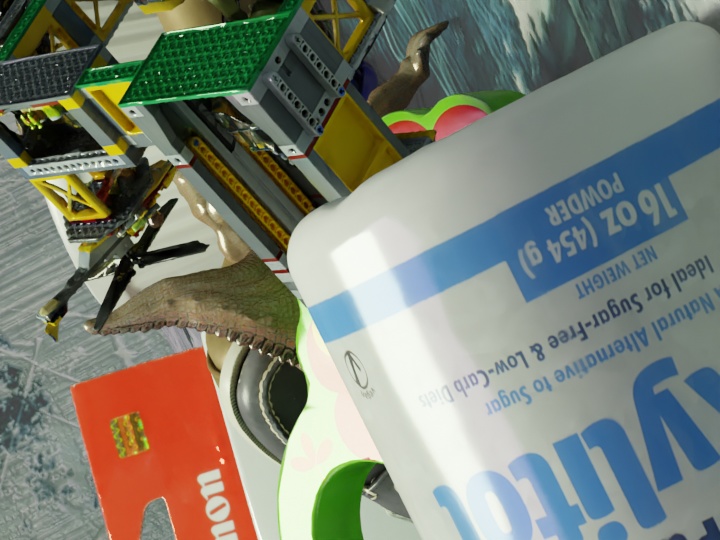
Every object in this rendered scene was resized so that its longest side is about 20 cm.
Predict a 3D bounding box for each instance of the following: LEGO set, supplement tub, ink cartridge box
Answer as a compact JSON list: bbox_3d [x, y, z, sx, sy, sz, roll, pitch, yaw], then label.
[{"bbox_3d":[-0.024,-0.058,0.704,0.199,0.155,0.116,-10,135,39],"label":"LEGO set"},{"bbox_3d":[0.078,0.050,0.576,0.201,0.131,0.132,62,171,0],"label":"supplement tub"},{"bbox_3d":[-0.044,0.122,1.069,0.044,0.172,0.202,31,-138,-78],"label":"ink cartridge box"}]

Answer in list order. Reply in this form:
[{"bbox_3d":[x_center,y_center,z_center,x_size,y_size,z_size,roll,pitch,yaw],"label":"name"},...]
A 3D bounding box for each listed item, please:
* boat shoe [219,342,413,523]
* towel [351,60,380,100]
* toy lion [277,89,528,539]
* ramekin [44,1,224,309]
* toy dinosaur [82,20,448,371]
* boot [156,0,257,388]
[{"bbox_3d":[0.033,0.068,0.887,0.199,0.073,0.063,27,175,-37],"label":"boat shoe"},{"bbox_3d":[0.022,0.013,0.981,0.148,0.049,0.201,-80,-29,-61],"label":"towel"},{"bbox_3d":[0.037,0.050,0.731,0.200,0.068,0.192,-48,67,34],"label":"toy lion"},{"bbox_3d":[-0.097,-0.077,1.138,0.202,0.093,0.204,-14,-90,-79],"label":"ramekin"},{"bbox_3d":[0.000,0.000,0.825,0.086,0.199,0.136,-21,99,51],"label":"toy dinosaur"},{"bbox_3d":[-0.059,-0.069,1.004,0.176,0.066,0.201,-71,-33,-49],"label":"boot"}]
